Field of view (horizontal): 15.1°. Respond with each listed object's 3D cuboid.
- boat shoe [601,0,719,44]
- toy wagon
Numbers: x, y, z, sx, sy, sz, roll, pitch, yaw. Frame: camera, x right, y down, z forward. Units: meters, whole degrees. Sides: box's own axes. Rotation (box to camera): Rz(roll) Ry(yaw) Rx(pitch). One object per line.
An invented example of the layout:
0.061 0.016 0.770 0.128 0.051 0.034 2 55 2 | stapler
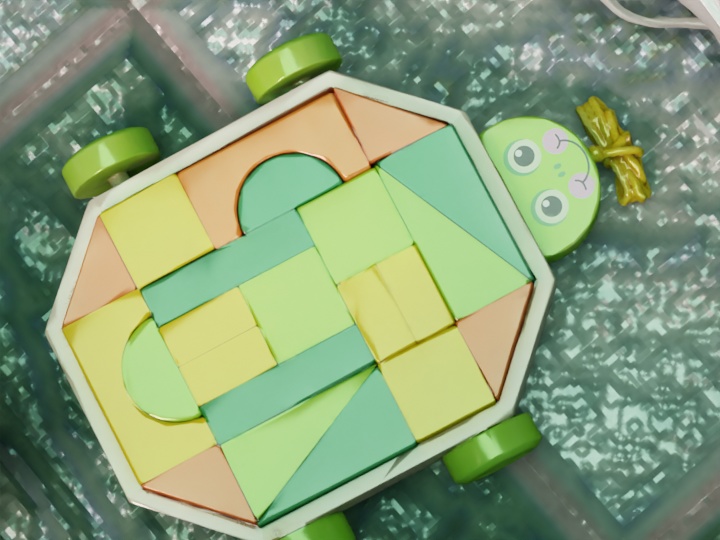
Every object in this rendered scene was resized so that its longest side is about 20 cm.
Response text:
0.081 -0.123 0.876 0.086 0.075 0.202 -25 79 1 | boat shoe
0.000 0.000 0.884 0.200 0.040 0.155 -28 81 1 | toy wagon
